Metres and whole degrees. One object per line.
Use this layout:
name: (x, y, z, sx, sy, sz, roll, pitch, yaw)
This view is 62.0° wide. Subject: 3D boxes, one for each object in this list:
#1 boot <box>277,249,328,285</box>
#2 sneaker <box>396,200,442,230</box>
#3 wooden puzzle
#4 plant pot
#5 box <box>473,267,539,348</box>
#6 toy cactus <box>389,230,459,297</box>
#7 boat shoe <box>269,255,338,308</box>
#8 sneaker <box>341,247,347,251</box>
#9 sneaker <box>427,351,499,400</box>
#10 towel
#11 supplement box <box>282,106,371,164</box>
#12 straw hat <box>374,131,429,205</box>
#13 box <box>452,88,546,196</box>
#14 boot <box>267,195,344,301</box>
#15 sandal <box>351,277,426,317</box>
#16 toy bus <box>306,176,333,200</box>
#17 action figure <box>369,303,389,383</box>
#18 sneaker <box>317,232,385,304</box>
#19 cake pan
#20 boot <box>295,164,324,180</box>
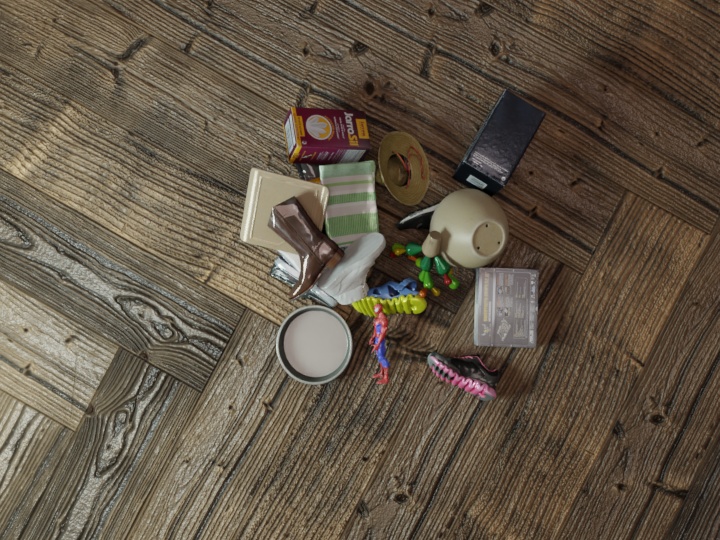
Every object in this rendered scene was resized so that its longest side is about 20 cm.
boot: (-0.154, -0.040, 1.530, 0.200, 0.090, 0.073, 44, 87, 0)
sneaker: (0.193, -0.126, 1.538, 0.197, 0.076, 0.089, -20, 94, 0)
wooden puzzle: (-0.183, -0.138, 1.447, 0.197, 0.037, 0.188, 15, 111, 1)
plant pot: (0.285, -0.091, 1.471, 0.197, 0.134, 0.204, -4, 106, -14)
box: (0.374, 0.095, 1.541, 0.155, 0.048, 0.204, 1, 88, 1)
toy cactus: (0.159, -0.028, 1.479, 0.102, 0.166, 0.200, -33, 62, -32)
boat shoe: (-0.147, 0.040, 1.543, 0.199, 0.069, 0.057, 36, 97, 7)
sneaker: (-0.060, -0.065, 1.535, 0.113, 0.075, 0.201, -40, 91, -3)
sneaker: (0.268, 0.251, 1.537, 0.198, 0.079, 0.096, 28, 67, 1)
towel: (-0.022, -0.161, 1.467, 0.150, 0.023, 0.204, -11, 104, -27)
supplement box: (-0.083, -0.333, 1.492, 0.197, 0.086, 0.112, -4, 73, -24)
straw hat: (0.085, -0.250, 1.528, 0.084, 0.199, 0.205, -12, 88, 44)
box: (0.336, -0.303, 1.476, 0.122, 0.200, 0.200, 30, 89, 2)
boot: (-0.165, -0.052, 1.423, 0.186, 0.064, 0.200, -44, 105, 6)
sandal: (0.072, 0.066, 1.541, 0.196, 0.080, 0.088, -1, 52, 8)
toy bus: (-0.160, -0.171, 1.494, 0.197, 0.065, 0.080, -15, 93, 8)
action figure: (0.047, 0.182, 1.515, 0.051, 0.065, 0.204, -1, 102, -9)
sneaker: (0.000, 0.000, 1.483, 0.199, 0.074, 0.116, -38, 133, 9)
cake pan: (-0.118, 0.191, 1.549, 0.196, 0.037, 0.204, 0, 89, 0)
boot: (-0.102, -0.269, 1.553, 0.129, 0.070, 0.204, -12, 99, -2)
